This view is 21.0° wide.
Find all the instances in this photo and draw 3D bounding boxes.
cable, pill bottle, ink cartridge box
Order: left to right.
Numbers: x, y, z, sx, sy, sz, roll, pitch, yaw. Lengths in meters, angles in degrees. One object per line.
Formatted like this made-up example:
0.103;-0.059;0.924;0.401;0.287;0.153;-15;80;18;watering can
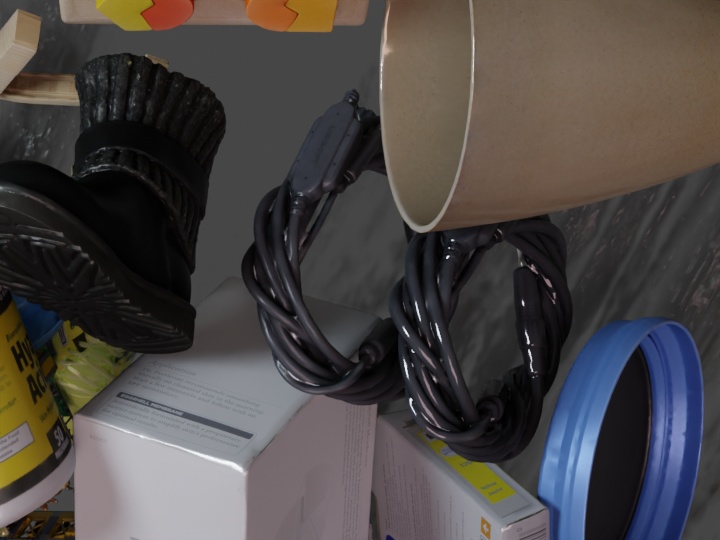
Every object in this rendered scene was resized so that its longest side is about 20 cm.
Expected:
-0.243;0.042;1.082;0.110;0.111;0.202;-18;108;4;pill bottle
0.000;0.000;1.193;0.050;0.201;0.163;-8;136;37;cable
0.060;0.197;1.296;0.047;0.200;0.199;-18;122;-21;ink cartridge box
0.076;0.036;1.207;0.050;0.201;0.164;-1;132;28;cable

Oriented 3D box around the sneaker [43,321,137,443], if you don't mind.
-0.171;0.033;1.241;0.075;0.077;0.201;15;118;-15;sneaker

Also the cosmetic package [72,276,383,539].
-0.081;0.143;1.224;0.122;0.200;0.201;15;119;21;cosmetic package

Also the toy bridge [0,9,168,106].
-0.211;-0.129;1.162;0.199;0.027;0.067;19;147;-27;toy bridge

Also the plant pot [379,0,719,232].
0.129;-0.114;1.122;0.198;0.188;0.189;1;118;-15;plant pot

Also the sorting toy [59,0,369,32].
-0.080;-0.175;1.089;0.183;0.200;0.037;-1;73;-6;sorting toy

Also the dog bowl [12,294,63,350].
-0.266;-0.006;1.187;0.198;0.113;0.050;13;160;1;dog bowl

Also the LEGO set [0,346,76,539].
-0.245;0.147;1.247;0.152;0.116;0.201;4;129;25;LEGO set

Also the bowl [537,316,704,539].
0.171;0.128;1.272;0.039;0.201;0.202;10;123;30;bowl

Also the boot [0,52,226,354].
-0.148;-0.057;1.092;0.079;0.159;0.211;0;160;20;boot
